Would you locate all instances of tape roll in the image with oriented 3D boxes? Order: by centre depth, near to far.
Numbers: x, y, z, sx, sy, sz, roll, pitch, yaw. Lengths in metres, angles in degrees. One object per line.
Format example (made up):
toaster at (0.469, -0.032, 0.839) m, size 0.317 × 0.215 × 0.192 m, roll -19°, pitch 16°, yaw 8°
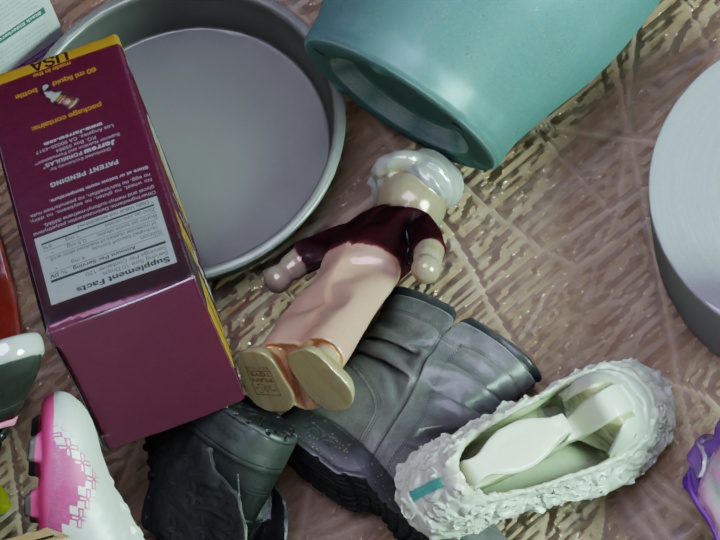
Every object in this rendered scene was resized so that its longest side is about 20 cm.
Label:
tape roll at (0.263, -0.036, 1.695) m, size 0.200 × 0.066 × 0.201 m, roll -3°, pitch 65°, yaw 6°

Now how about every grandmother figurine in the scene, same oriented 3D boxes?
grandmother figurine at (0.000, 0.000, 1.691) m, size 0.121 × 0.061 × 0.200 m, roll 6°, pitch 41°, yaw 30°

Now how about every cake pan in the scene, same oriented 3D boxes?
cake pan at (-0.105, -0.078, 1.783) m, size 0.200 × 0.037 × 0.201 m, roll -3°, pitch 65°, yaw 7°

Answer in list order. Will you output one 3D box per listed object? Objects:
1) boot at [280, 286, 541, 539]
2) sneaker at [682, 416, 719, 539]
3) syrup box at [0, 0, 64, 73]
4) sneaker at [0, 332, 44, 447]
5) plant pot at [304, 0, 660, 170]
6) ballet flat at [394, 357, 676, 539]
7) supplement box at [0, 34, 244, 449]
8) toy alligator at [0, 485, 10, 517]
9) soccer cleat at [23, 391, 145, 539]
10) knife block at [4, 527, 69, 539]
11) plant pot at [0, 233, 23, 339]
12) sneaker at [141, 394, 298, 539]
boot at (0.060, 0.098, 1.665) m, size 0.200 × 0.070 × 0.132 m, roll 38°, pitch 70°, yaw 17°
sneaker at (0.215, 0.094, 1.608) m, size 0.088 × 0.080 × 0.201 m, roll 4°, pitch 99°, yaw 28°
syrup box at (-0.244, -0.184, 1.762) m, size 0.081 × 0.200 × 0.079 m, roll -35°, pitch 65°, yaw -10°
sneaker at (-0.208, 0.111, 1.585) m, size 0.071 × 0.200 × 0.099 m, roll -12°, pitch 68°, yaw -44°
plant pot at (0.069, -0.170, 1.722) m, size 0.200 × 0.200 × 0.188 m, roll 31°, pitch 81°, yaw 20°
ballet flat at (0.108, 0.093, 1.616) m, size 0.200 × 0.072 × 0.072 m, roll -23°, pitch 61°, yaw -35°
supplement box at (-0.138, -0.018, 1.652) m, size 0.085 × 0.110 × 0.200 m, roll -20°, pitch 48°, yaw -1°
toy alligator at (-0.230, 0.143, 1.675) m, size 0.059 × 0.054 × 0.200 m, roll -42°, pitch 56°, yaw 9°
soccer cleat at (-0.134, 0.161, 1.602) m, size 0.086 × 0.070 × 0.201 m, roll -2°, pitch 100°, yaw -4°
knife block at (-0.187, 0.255, 1.559) m, size 0.064 × 0.200 × 0.176 m, roll -13°, pitch 64°, yaw -45°
plant pot at (-0.319, 0.008, 1.701) m, size 0.195 × 0.201 × 0.201 m, roll -19°, pitch 64°, yaw 9°
sneaker at (-0.098, 0.111, 1.676) m, size 0.200 × 0.060 × 0.104 m, roll 33°, pitch 106°, yaw 46°
